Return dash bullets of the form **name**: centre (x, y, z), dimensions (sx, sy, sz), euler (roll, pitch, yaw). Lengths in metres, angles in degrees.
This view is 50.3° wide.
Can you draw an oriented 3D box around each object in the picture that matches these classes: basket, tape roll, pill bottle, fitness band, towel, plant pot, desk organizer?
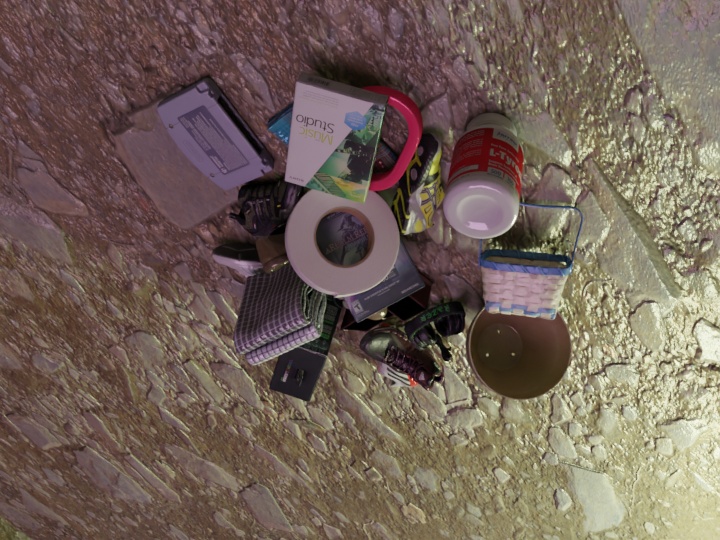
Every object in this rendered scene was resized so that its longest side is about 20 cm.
- **basket**: centre (0.289, -0.023, 1.354), dimensions (0.176, 0.139, 0.200), euler (9, 108, 11)
- **tape roll**: centre (-0.032, -0.055, 1.336), dimensions (0.203, 0.203, 0.037), euler (25, 168, -9)
- **pill bottle**: centre (0.195, -0.154, 1.191), dimensions (0.112, 0.200, 0.112), euler (8, 136, 8)
- **fitness band**: centre (0.021, -0.217, 1.263), dimensions (0.143, 0.037, 0.200), euler (24, 136, -3)
- **towel**: centre (-0.147, 0.064, 1.432), dimensions (0.165, 0.200, 0.086), euler (-28, 123, 23)
- **plant pot**: centre (0.292, 0.148, 1.498), dimensions (0.200, 0.201, 0.134), euler (20, 172, -4)
- **towel**: centre (-0.048, -0.219, 1.327), dimensions (0.147, 0.022, 0.200), euler (-29, 121, 37)
- **desk organizer**: centre (0.050, 0.072, 1.548), dimensions (0.072, 0.077, 0.200), euler (38, 132, -21)

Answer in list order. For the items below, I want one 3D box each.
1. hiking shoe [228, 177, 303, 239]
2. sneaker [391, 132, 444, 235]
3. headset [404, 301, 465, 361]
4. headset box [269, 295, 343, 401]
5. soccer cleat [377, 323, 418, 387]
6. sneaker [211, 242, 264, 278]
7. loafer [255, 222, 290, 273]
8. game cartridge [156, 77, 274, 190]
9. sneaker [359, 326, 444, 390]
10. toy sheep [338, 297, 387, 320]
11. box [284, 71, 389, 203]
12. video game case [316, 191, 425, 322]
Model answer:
- **hiking shoe**: centre (-0.175, -0.128, 1.416), dimensions (0.101, 0.076, 0.200), euler (28, 136, -16)
- **sneaker**: centre (0.108, -0.152, 1.327), dimensions (0.076, 0.075, 0.200), euler (-8, 137, -24)
- **headset**: centre (0.156, 0.125, 1.541), dimensions (0.123, 0.094, 0.200), euler (-24, 161, -2)
- **headset box**: centre (-0.109, 0.146, 1.582), dimensions (0.093, 0.200, 0.174), euler (19, 135, -3)
- **soccer cleat**: centre (0.066, 0.191, 1.673), dimensions (0.085, 0.069, 0.200), euler (-13, 134, 22)
- **sneaker**: centre (-0.206, 0.002, 1.549), dimensions (0.200, 0.070, 0.080), euler (15, 122, 2)
- **loafer**: centre (-0.123, -0.057, 1.404), dimensions (0.076, 0.200, 0.067), euler (-26, 96, 27)
- **game cartridge**: centre (-0.261, -0.236, 1.363), dimensions (0.133, 0.042, 0.200), euler (-13, 129, 33)
- **sneaker**: centre (0.098, 0.183, 1.545), dimensions (0.200, 0.116, 0.076), euler (19, 111, -36)
- **toy sheep**: centre (0.000, 0.000, 1.456), dimensions (0.138, 0.138, 0.200), euler (-19, 91, 31)
- **box**: centre (-0.043, -0.210, 1.240), dimensions (0.144, 0.036, 0.200), euler (16, 136, 4)
- **video game case**: centre (0.010, -0.027, 1.381), dimensions (0.143, 0.019, 0.200), euler (-28, 95, -8)
